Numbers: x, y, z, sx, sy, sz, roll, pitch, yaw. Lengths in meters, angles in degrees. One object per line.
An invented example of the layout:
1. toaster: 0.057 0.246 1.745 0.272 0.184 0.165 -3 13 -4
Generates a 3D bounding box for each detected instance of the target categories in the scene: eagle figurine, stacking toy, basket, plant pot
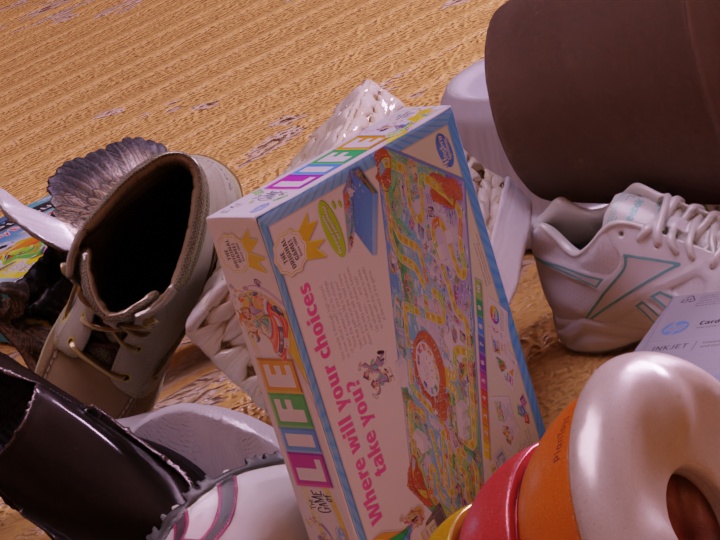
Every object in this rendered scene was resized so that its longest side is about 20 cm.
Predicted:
1. eagle figurine: -0.140 -0.006 1.744 0.200 0.152 0.151 -29 -1 -21
2. stacking toy: 0.070 0.129 1.137 0.200 0.146 0.146 -26 9 36
3. basket: 0.000 0.000 1.493 0.136 0.123 0.200 -48 6 20
4. plant pot: 0.167 -0.113 1.537 0.174 0.200 0.200 -12 17 24

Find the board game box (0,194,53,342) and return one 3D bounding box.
1. board game box: -0.211 -0.004 1.938 0.151 0.047 0.200 -28 20 -32

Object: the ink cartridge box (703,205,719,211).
1. ink cartridge box: 0.221 -0.121 1.664 0.104 0.059 0.200 -20 57 -8

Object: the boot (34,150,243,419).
1. boot: -0.131 0.026 1.504 0.200 0.072 0.155 -61 -2 1

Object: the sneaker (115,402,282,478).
1. sneaker: -0.077 0.096 1.453 0.088 0.075 0.200 -16 10 -42

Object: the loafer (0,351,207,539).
1. loafer: -0.152 0.096 1.385 0.200 0.073 0.071 28 -5 25

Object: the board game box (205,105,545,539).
1. board game box: 0.015 0.041 1.293 0.034 0.200 0.134 1 24 46

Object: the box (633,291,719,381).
1. box: 0.185 0.066 1.303 0.156 0.041 0.200 -7 25 31

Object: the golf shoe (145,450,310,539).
1. golf shoe: -0.074 0.155 1.278 0.200 0.077 0.088 -28 39 -25

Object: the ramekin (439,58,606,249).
1. ramekin: 0.141 -0.093 1.787 0.202 0.094 0.202 -16 17 5

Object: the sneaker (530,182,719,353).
1. sneaker: 0.167 -0.003 1.476 0.200 0.080 0.070 -5 31 44
